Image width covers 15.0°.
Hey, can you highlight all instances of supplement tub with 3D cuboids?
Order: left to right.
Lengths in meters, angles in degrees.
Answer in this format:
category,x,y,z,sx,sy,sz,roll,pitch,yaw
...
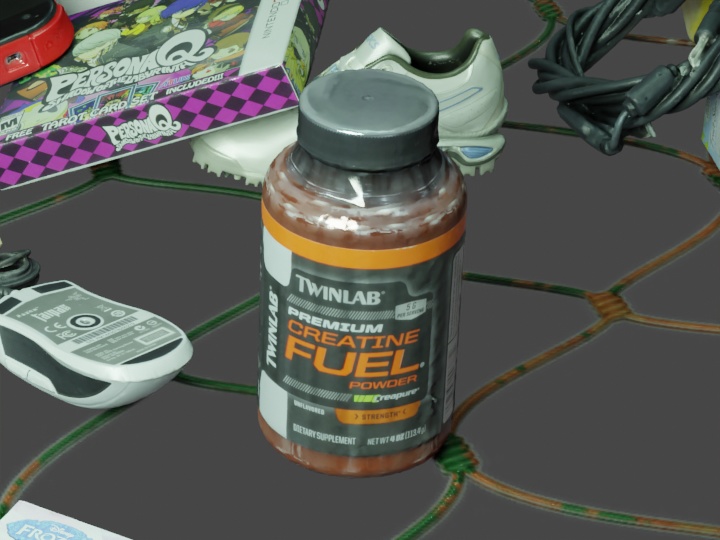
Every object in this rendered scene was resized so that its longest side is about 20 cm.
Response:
category,x,y,z,sx,sy,sz,roll,pitch,yaw
supplement tub,0.000,0.000,1.401,0.107,0.200,0.107,1,31,-1

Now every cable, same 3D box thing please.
category,x,y,z,sx,sy,sz,roll,pitch,yaw
cable,0.185,-0.154,1.743,0.163,0.051,0.200,-44,21,6

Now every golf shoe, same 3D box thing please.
category,x,y,z,sx,sy,sz,roll,pitch,yaw
golf shoe,-0.008,-0.108,1.679,0.200,0.097,0.078,-7,35,-13

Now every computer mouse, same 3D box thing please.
category,x,y,z,sx,sy,sz,roll,pitch,yaw
computer mouse,-0.173,0.037,1.481,0.200,0.044,0.110,23,32,39

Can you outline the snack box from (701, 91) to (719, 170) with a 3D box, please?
category,x,y,z,sx,sy,sz,roll,pitch,yaw
snack box,0.316,-0.065,1.662,0.169,0.068,0.200,-4,30,-10

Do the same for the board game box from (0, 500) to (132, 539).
category,x,y,z,sx,sy,sz,roll,pitch,yaw
board game box,-0.123,0.197,1.218,0.200,0.043,0.199,17,35,22

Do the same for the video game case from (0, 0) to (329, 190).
category,x,y,z,sx,sy,sz,roll,pitch,yaw
video game case,-0.122,-0.129,1.692,0.200,0.036,0.181,-15,27,16

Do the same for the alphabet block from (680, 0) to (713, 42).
category,x,y,z,sx,sy,sz,roll,pitch,yaw
alphabet block,0.314,-0.289,1.856,0.196,0.195,0.200,-3,53,-7

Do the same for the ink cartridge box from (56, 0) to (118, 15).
category,x,y,z,sx,sy,sz,roll,pitch,yaw
ink cartridge box,-0.173,-0.232,1.880,0.200,0.083,0.147,17,35,22

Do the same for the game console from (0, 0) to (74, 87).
category,x,y,z,sx,sy,sz,roll,pitch,yaw
game console,-0.296,-0.147,1.745,0.200,0.031,0.177,-24,35,-14
